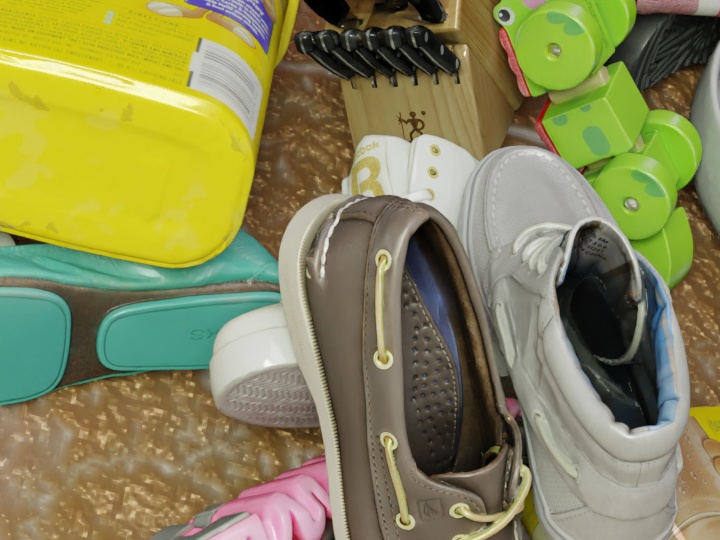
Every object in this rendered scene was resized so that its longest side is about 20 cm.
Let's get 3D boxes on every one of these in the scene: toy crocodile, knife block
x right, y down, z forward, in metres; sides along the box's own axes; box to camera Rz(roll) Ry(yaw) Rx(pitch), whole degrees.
[{"bbox_3d":[0.105,-0.076,0.910,0.201,0.061,0.068,62,33,-17],"label":"toy crocodile"},{"bbox_3d":[0.027,-0.139,0.891,0.063,0.177,0.200,1,30,19],"label":"knife block"}]

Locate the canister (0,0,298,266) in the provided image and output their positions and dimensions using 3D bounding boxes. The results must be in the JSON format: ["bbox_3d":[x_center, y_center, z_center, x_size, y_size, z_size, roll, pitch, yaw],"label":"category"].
[{"bbox_3d":[-0.106,-0.093,0.838,0.147,0.087,0.201,14,31,-5],"label":"canister"}]

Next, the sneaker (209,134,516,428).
[{"bbox_3d":[0.000,0.000,0.823,0.199,0.073,0.117,2,68,-52],"label":"sneaker"}]

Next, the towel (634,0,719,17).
[{"bbox_3d":[0.194,-0.174,1.010,0.198,0.023,0.145,-2,42,-24],"label":"towel"}]

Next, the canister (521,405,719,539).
[{"bbox_3d":[0.164,0.155,0.783,0.148,0.087,0.201,0,49,-43],"label":"canister"}]

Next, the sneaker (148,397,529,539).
[{"bbox_3d":[0.005,0.116,0.789,0.199,0.079,0.096,-24,89,-35],"label":"sneaker"}]

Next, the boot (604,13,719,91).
[{"bbox_3d":[0.111,-0.185,1.065,0.199,0.066,0.164,36,35,23],"label":"boot"}]

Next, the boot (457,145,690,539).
[{"bbox_3d":[0.086,0.007,0.752,0.073,0.096,0.201,-6,52,-10],"label":"boot"}]

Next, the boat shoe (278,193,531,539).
[{"bbox_3d":[0.028,0.068,0.729,0.072,0.059,0.202,-26,107,-37],"label":"boat shoe"}]

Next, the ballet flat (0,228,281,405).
[{"bbox_3d":[-0.124,0.013,0.820,0.198,0.068,0.071,-4,36,-26],"label":"ballet flat"}]

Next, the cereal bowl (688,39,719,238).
[{"bbox_3d":[0.249,-0.042,0.985,0.198,0.084,0.201,11,51,-14],"label":"cereal bowl"}]
